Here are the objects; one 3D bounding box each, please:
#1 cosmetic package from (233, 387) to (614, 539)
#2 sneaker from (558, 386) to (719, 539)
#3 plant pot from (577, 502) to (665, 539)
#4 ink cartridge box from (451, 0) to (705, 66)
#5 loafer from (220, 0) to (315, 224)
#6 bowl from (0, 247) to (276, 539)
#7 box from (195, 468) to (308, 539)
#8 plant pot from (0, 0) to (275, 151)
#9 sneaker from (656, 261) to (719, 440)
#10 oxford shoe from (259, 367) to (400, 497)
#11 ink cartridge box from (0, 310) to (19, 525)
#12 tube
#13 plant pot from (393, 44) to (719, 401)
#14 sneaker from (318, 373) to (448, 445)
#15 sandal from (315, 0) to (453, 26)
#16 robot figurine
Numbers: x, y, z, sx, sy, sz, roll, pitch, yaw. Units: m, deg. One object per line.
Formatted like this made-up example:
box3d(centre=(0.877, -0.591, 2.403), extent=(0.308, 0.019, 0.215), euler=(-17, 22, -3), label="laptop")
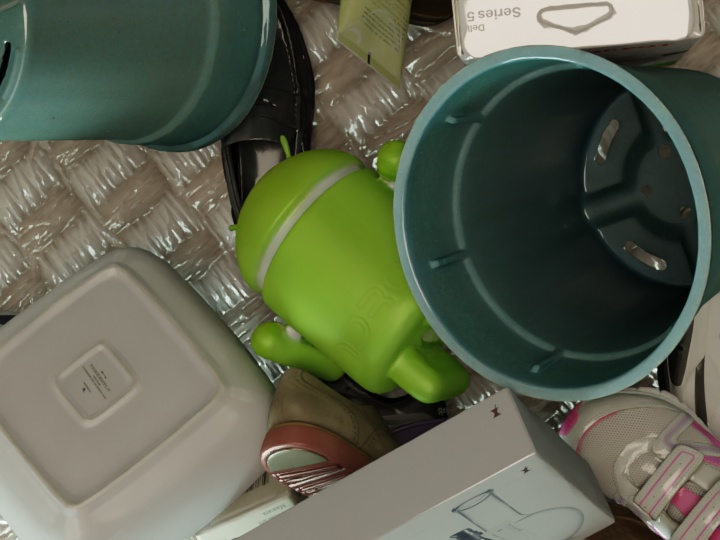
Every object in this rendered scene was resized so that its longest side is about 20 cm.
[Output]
box3d(centre=(0.041, 0.162, 0.880), extent=(0.199, 0.151, 0.052), euler=(-31, 53, 13), label="cosmetic package")
box3d(centre=(0.225, 0.147, 0.941), extent=(0.199, 0.088, 0.082), euler=(27, 106, -7), label="sneaker")
box3d(centre=(0.171, 0.222, 0.954), extent=(0.200, 0.201, 0.093), euler=(27, 111, 4), label="plant pot")
box3d(centre=(0.137, -0.173, 0.916), extent=(0.145, 0.200, 0.085), euler=(-5, 92, 8), label="ink cartridge box")
box3d(centre=(-0.067, -0.102, 1.020), extent=(0.068, 0.070, 0.202), euler=(-3, 96, 8), label="loafer")
box3d(centre=(-0.169, 0.089, 0.950), extent=(0.199, 0.075, 0.200), euler=(-38, 69, -13), label="bowl")
box3d(centre=(-0.030, 0.215, 1.011), extent=(0.082, 0.069, 0.200), euler=(-26, 119, 17), label="box")
box3d(centre=(-0.192, -0.167, 0.925), extent=(0.199, 0.196, 0.201), euler=(9, 106, 35), label="plant pot")
box3d(centre=(0.272, 0.068, 1.003), extent=(0.115, 0.076, 0.202), euler=(0, 105, -1), label="sneaker")
box3d(centre=(0.015, 0.130, 0.965), extent=(0.070, 0.075, 0.200), euler=(-21, 137, 31), label="oxford shoe")
box3d(centre=(-0.251, 0.109, 1.063), extent=(0.199, 0.084, 0.146), euler=(7, 97, 7), label="ink cartridge box")
box3d(centre=(0.015, -0.230, 0.964), extent=(0.058, 0.052, 0.201), euler=(10, 73, -13), label="tube")
box3d(centre=(0.155, -0.042, 0.867), extent=(0.199, 0.196, 0.201), euler=(9, 105, 34), label="plant pot")
box3d(centre=(-0.035, 0.109, 1.046), extent=(0.199, 0.076, 0.088), euler=(8, 94, -3), label="sneaker")
box3d(centre=(-0.023, -0.226, 1.009), extent=(0.199, 0.055, 0.082), euler=(20, 73, -10), label="sandal")
box3d(centre=(0.000, 0.000, 0.939), extent=(0.200, 0.116, 0.176), euler=(40, 107, 18), label="robot figurine")
